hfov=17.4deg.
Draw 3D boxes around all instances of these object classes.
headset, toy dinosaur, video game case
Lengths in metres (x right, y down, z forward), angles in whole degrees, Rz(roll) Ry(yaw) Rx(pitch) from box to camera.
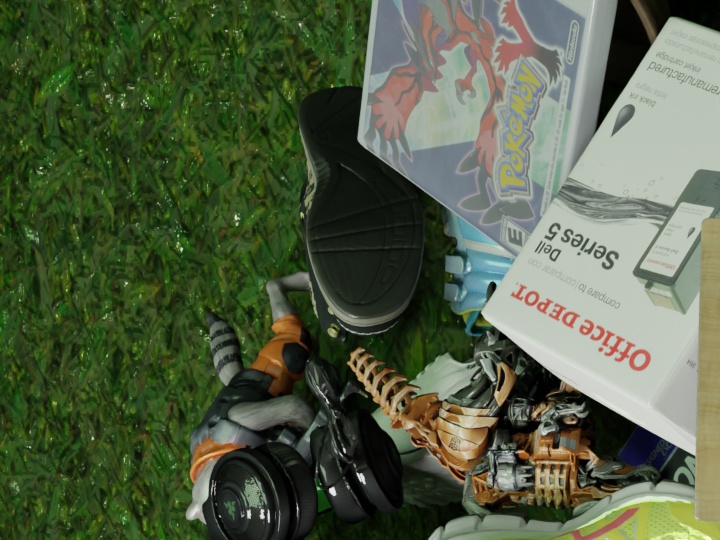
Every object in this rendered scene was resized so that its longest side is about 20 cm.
[{"bbox_3d":[-0.033,0.114,1.420,0.200,0.123,0.094,132,119,-70],"label":"headset"},{"bbox_3d":[0.083,0.081,1.364,0.136,0.200,0.102,-58,-9,-21],"label":"toy dinosaur"},{"bbox_3d":[0.069,-0.120,1.364,0.182,0.023,0.200,38,136,38],"label":"video game case"}]

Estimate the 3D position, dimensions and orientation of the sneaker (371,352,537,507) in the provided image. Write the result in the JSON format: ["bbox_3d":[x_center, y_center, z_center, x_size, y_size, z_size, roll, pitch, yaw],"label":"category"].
[{"bbox_3d":[0.048,0.100,1.518,0.200,0.076,0.081,-21,54,51],"label":"sneaker"}]

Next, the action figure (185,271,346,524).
[{"bbox_3d":[-0.083,0.117,1.601,0.200,0.104,0.194,-59,9,32],"label":"action figure"}]

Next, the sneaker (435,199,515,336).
[{"bbox_3d":[0.066,-0.035,1.479,0.200,0.079,0.131,36,116,49],"label":"sneaker"}]

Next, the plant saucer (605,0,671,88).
[{"bbox_3d":[0.111,-0.186,1.366,0.029,0.200,0.200,-44,41,-9],"label":"plant saucer"}]

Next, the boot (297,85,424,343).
[{"bbox_3d":[0.001,-0.001,1.508,0.154,0.073,0.204,87,175,-45],"label":"boot"}]

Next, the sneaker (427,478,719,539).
[{"bbox_3d":[0.120,0.175,1.272,0.200,0.090,0.078,-14,115,26],"label":"sneaker"}]

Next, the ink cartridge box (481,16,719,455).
[{"bbox_3d":[0.181,-0.017,1.254,0.145,0.084,0.200,29,85,49],"label":"ink cartridge box"}]

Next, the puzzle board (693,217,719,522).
[{"bbox_3d":[0.266,0.052,1.154,0.200,0.017,0.151,2,89,9],"label":"puzzle board"}]

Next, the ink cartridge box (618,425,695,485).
[{"bbox_3d":[0.221,0.110,1.295,0.198,0.043,0.200,-61,44,33],"label":"ink cartridge box"}]
